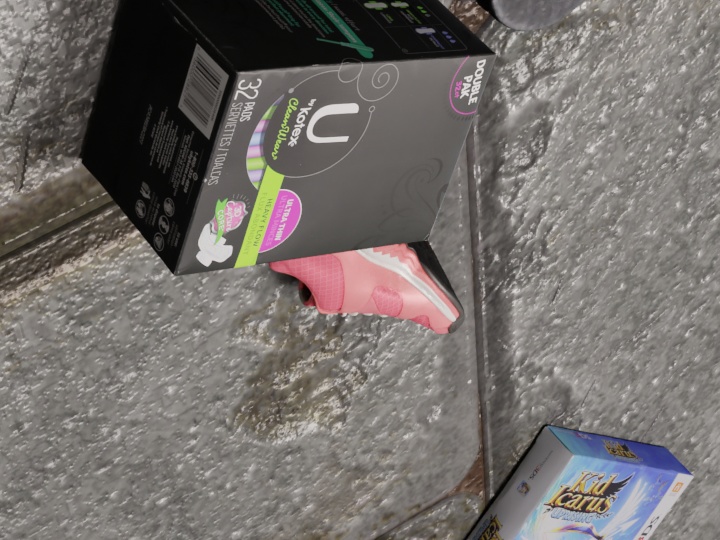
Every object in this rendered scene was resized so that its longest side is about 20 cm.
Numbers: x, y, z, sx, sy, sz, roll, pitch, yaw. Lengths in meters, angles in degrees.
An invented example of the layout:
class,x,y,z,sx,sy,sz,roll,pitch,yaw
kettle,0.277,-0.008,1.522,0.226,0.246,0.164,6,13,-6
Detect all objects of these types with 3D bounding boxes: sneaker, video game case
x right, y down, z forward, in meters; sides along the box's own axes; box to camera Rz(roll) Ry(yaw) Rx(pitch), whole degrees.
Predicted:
class,x,y,z,sx,sy,sz,roll,pitch,yaw
sneaker,0.000,0.000,1.467,0.087,0.074,0.200,-36,141,13
video game case,0.187,0.233,1.868,0.199,0.045,0.182,14,114,-48

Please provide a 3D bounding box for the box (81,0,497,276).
class,x,y,z,sx,sy,sz,roll,pitch,yaw
box,-0.044,-0.099,1.270,0.199,0.124,0.149,-8,132,-38

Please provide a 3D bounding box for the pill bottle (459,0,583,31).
class,x,y,z,sx,sy,sz,roll,pitch,yaw
pill bottle,0.051,-0.224,1.174,0.111,0.200,0.112,-24,139,-23
